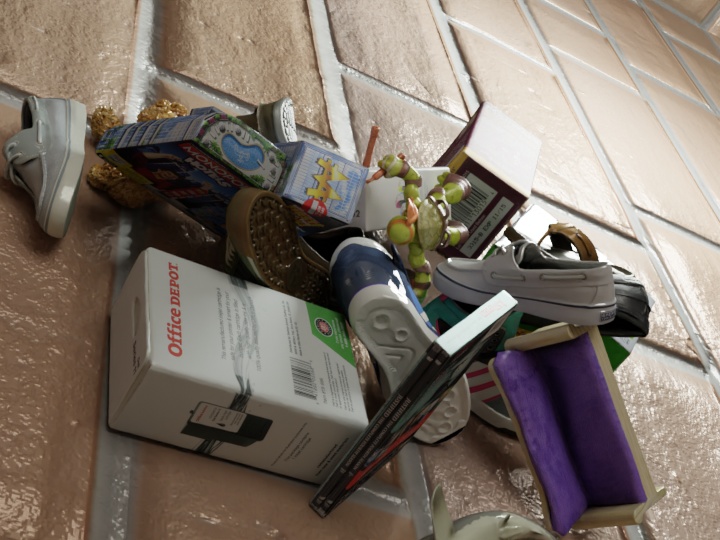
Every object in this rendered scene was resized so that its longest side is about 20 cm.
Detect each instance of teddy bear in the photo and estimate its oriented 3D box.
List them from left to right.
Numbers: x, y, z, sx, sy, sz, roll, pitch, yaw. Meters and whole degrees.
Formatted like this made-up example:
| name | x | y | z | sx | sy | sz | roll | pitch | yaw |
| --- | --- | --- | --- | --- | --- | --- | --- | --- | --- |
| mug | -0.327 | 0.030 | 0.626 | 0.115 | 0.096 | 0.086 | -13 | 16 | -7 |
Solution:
| name | x | y | z | sx | sy | sz | roll | pitch | yaw |
| --- | --- | --- | --- | --- | --- | --- | --- | --- | --- |
| teddy bear | -0.205 | -0.133 | 1.164 | 0.145 | 0.067 | 0.200 | 41 | 30 | 13 |

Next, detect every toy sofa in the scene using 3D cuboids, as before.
| name | x | y | z | sx | sy | sz | roll | pitch | yaw |
| --- | --- | --- | --- | --- | --- | --- | --- | --- | --- |
| toy sofa | 0.209 | 0.150 | 1.079 | 0.098 | 0.083 | 0.200 | -21 | 91 | -45 |

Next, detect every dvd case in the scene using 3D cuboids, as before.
| name | x | y | z | sx | sy | sz | roll | pitch | yaw |
| --- | --- | --- | --- | --- | --- | --- | --- | --- | --- |
| dvd case | 0.046 | 0.111 | 0.939 | 0.022 | 0.200 | 0.146 | 43 | 31 | 12 |

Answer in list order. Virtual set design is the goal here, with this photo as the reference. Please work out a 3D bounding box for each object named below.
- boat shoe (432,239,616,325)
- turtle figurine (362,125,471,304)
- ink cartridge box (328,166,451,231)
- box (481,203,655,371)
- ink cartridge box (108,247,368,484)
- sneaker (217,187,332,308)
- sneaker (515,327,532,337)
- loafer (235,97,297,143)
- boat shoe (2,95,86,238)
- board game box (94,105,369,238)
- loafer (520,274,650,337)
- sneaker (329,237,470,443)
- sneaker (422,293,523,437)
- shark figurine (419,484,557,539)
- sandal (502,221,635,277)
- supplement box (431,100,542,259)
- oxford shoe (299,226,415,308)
| name | x | y | z | sx | sy | sz | roll | pitch | yaw |
| --- | --- | --- | --- | --- | --- | --- | --- | --- | --- |
| boat shoe | 0.159 | 0.002 | 1.095 | 0.200 | 0.065 | 0.074 | 10 | 20 | 34 |
| turtle figurine | 0.067 | -0.061 | 1.170 | 0.161 | 0.064 | 0.200 | -26 | 106 | -58 |
| ink cartridge box | -0.002 | -0.080 | 1.240 | 0.115 | 0.068 | 0.200 | 3 | 7 | 39 |
| box | 0.240 | 0.032 | 1.353 | 0.200 | 0.097 | 0.176 | 39 | 29 | 6 |
| ink cartridge box | -0.106 | 0.081 | 0.942 | 0.200 | 0.083 | 0.147 | 21 | 33 | -26 |
| sneaker | -0.099 | -0.015 | 1.028 | 0.090 | 0.067 | 0.200 | 14 | -21 | 25 |
| sneaker | 0.182 | 0.089 | 1.235 | 0.200 | 0.077 | 0.073 | 32 | 31 | -3 |
| loafer | -0.105 | -0.138 | 1.205 | 0.070 | 0.075 | 0.200 | -8 | -3 | -6 |
| boat shoe | -0.295 | -0.100 | 1.034 | 0.071 | 0.070 | 0.201 | 10 | 34 | -19 |
| board game box | -0.103 | -0.089 | 1.027 | 0.200 | 0.200 | 0.062 | 36 | 64 | -41 |
| loafer | 0.222 | 0.041 | 1.214 | 0.200 | 0.068 | 0.070 | 3 | 56 | -13 |
| sneaker | 0.035 | 0.056 | 1.081 | 0.200 | 0.081 | 0.147 | 59 | 6 | -32 |
| sneaker | 0.146 | 0.084 | 1.158 | 0.200 | 0.121 | 0.084 | 32 | 30 | -7 |
| shark figurine | 0.095 | 0.235 | 0.944 | 0.214 | 0.089 | 0.128 | -6 | 83 | -39 |
| sandal | 0.243 | -0.023 | 1.267 | 0.200 | 0.055 | 0.082 | 17 | 15 | -29 |
| supplement box | 0.149 | -0.113 | 1.435 | 0.103 | 0.131 | 0.200 | 35 | 30 | -5 |
| oxford shoe | 0.000 | 0.000 | 1.168 | 0.200 | 0.084 | 0.073 | 10 | 37 | -40 |
